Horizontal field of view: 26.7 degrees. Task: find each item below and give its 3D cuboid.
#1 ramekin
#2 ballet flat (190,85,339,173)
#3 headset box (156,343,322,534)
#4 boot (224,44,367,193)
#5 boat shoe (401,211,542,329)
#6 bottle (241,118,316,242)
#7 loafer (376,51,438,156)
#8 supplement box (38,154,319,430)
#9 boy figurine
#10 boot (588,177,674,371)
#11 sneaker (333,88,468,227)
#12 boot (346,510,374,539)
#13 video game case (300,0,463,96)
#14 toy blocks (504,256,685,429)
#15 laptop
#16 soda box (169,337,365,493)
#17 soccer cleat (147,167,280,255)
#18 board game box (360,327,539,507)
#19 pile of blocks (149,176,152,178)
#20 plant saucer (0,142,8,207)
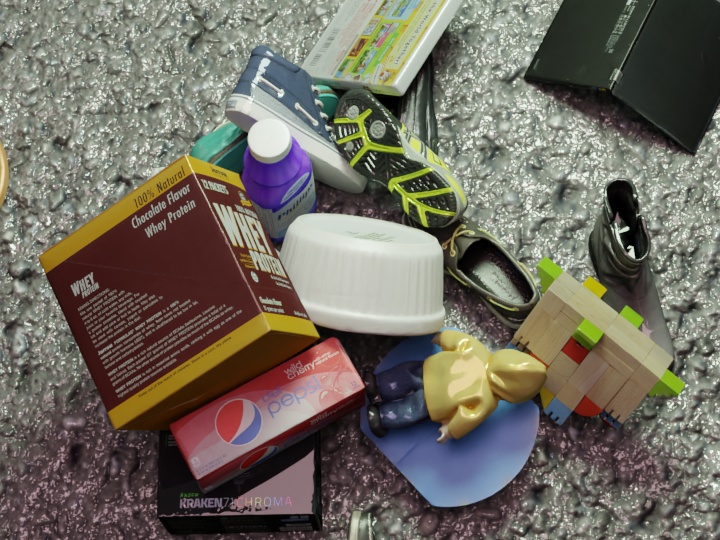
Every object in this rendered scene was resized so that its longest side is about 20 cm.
[{"bbox_3d":[0.000,0.000,1.645,0.199,0.202,0.096,9,100,6],"label":"ramekin"},{"bbox_3d":[-0.121,-0.174,1.802,0.199,0.068,0.070,-34,51,-12],"label":"ballet flat"},{"bbox_3d":[-0.128,0.178,1.650,0.171,0.093,0.203,-1,68,2],"label":"headset box"},{"bbox_3d":[-0.059,-0.173,1.747,0.199,0.072,0.091,33,70,-30],"label":"boot"},{"bbox_3d":[0.128,-0.018,1.728,0.201,0.061,0.072,40,76,16],"label":"boat shoe"},{"bbox_3d":[-0.093,-0.104,1.698,0.065,0.200,0.084,38,73,16],"label":"bottle"},{"bbox_3d":[0.052,-0.210,1.801,0.069,0.068,0.204,0,72,-8],"label":"loafer"},{"bbox_3d":[-0.184,0.027,1.546,0.196,0.133,0.202,-32,75,15],"label":"supplement box"},{"bbox_3d":[0.102,0.118,1.621,0.197,0.064,0.126,-15,67,12],"label":"boy figurine"},{"bbox_3d":[0.298,0.011,1.670,0.069,0.132,0.202,-18,69,-5],"label":"boot"},{"bbox_3d":[0.044,-0.124,1.728,0.075,0.076,0.201,-44,73,19],"label":"sneaker"},{"bbox_3d":[0.061,0.348,1.585,0.148,0.073,0.203,-7,73,2],"label":"boot"},{"bbox_3d":[0.035,-0.298,1.808,0.181,0.023,0.201,14,65,47],"label":"video game case"},{"bbox_3d":[0.236,0.103,1.641,0.199,0.137,0.100,39,35,9],"label":"toy blocks"},{"bbox_3d":[0.337,-0.264,1.839,0.198,0.116,0.189,14,67,39],"label":"laptop"},{"bbox_3d":[-0.094,0.150,1.575,0.198,0.064,0.070,-29,70,-9],"label":"soda box"},{"bbox_3d":[-0.168,-0.056,1.742,0.198,0.070,0.087,22,101,12],"label":"soccer cleat"},{"bbox_3d":[0.098,0.167,1.673,0.158,0.039,0.200,-43,68,-7],"label":"board game box"},{"bbox_3d":[-0.199,-0.008,1.700,0.061,0.203,0.082,0,28,3],"label":"pile of blocks"},{"bbox_3d":[-0.522,-0.111,1.811,0.197,0.038,0.203,-1,68,2],"label":"plant saucer"}]
